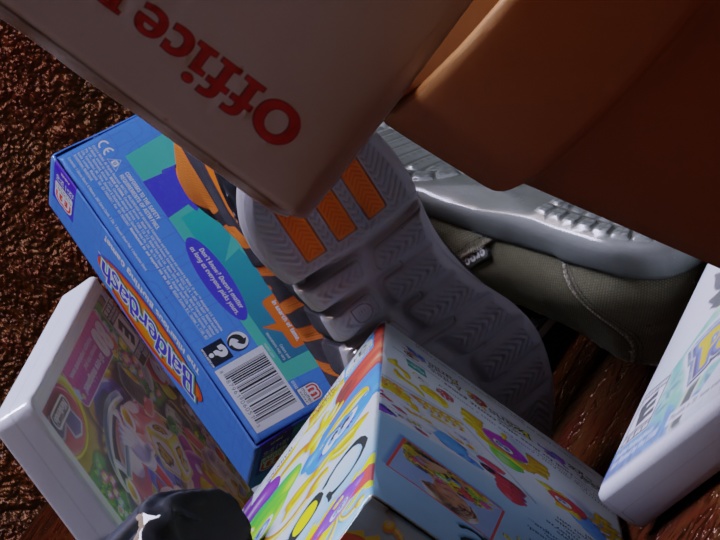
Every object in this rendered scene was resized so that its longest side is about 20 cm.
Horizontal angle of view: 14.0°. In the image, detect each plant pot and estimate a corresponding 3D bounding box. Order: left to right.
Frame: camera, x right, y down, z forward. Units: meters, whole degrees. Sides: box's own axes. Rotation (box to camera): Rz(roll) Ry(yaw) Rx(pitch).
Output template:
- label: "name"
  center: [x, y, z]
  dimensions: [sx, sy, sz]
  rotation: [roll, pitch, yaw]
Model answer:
- label: "plant pot"
  center: [0.118, -0.084, 0.839]
  dimensions: [0.200, 0.140, 0.200]
  rotation: [-53, 8, 11]

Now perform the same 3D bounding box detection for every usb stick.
- label: "usb stick"
  center: [-0.110, 0.137, 0.953]
  dimensions: [0.200, 0.033, 0.055]
  rotation: [-44, -15, 26]

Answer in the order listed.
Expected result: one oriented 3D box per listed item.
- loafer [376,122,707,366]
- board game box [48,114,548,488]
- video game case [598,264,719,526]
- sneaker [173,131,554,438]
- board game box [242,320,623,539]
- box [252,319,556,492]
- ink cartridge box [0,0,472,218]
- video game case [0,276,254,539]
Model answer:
- label: "loafer"
  center: [0.052, -0.011, 1.099]
  dimensions: [0.075, 0.070, 0.200]
  rotation: [-23, 29, -30]
- label: "board game box"
  center: [-0.003, -0.024, 1.192]
  dimensions: [0.200, 0.152, 0.045]
  rotation: [-28, -21, -20]
- label: "video game case"
  center: [0.162, -0.026, 0.932]
  dimensions: [0.200, 0.022, 0.183]
  rotation: [-47, 10, 51]
- label: "sneaker"
  center: [0.000, 0.000, 1.063]
  dimensions: [0.077, 0.200, 0.112]
  rotation: [-32, 33, -7]
- label: "board game box"
  center: [0.017, 0.108, 0.924]
  dimensions: [0.103, 0.105, 0.200]
  rotation: [-53, 6, 11]
- label: "box"
  center: [0.006, 0.062, 1.291]
  dimensions: [0.200, 0.060, 0.117]
  rotation: [-49, 2, -11]
- label: "ink cartridge box"
  center: [-0.014, -0.138, 0.809]
  dimensions: [0.200, 0.145, 0.084]
  rotation: [-53, 6, 11]
- label: "video game case"
  center: [-0.052, 0.105, 1.034]
  dimensions: [0.018, 0.200, 0.143]
  rotation: [-33, 12, 12]
